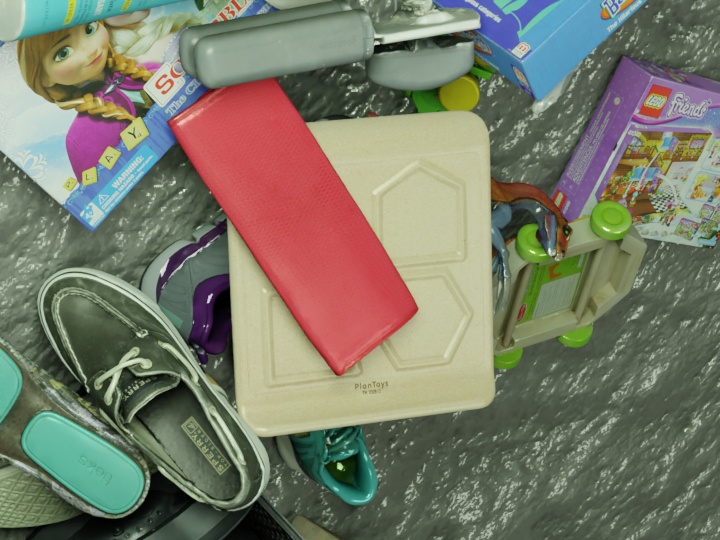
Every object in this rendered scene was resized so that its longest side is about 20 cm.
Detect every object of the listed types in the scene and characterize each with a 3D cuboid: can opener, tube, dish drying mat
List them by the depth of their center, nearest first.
[{"bbox_3d":[-0.127,-0.178,1.089,0.199,0.050,0.078,-24,140,-39],"label":"tube"},{"bbox_3d":[-0.014,-0.132,1.189,0.198,0.053,0.068,-14,114,-23],"label":"can opener"},{"bbox_3d":[-0.041,-0.034,1.221,0.077,0.018,0.201,-36,106,-12],"label":"dish drying mat"}]

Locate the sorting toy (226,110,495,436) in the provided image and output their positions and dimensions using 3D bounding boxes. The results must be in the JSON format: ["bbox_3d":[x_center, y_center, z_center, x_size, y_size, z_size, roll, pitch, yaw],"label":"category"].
[{"bbox_3d":[0.000,0.000,1.267,0.183,0.036,0.202,-6,99,-18],"label":"sorting toy"}]

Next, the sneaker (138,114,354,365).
[{"bbox_3d":[-0.055,-0.018,1.309,0.200,0.087,0.075,-44,140,-7],"label":"sneaker"}]

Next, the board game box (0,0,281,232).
[{"bbox_3d":[-0.157,-0.151,1.144,0.200,0.041,0.200,-48,140,-3],"label":"board game box"}]

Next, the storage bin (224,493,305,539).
[{"bbox_3d":[-0.103,0.242,1.380,0.135,0.200,0.094,-33,137,-19],"label":"storage bin"}]

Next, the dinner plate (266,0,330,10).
[{"bbox_3d":[-0.007,-0.253,1.173,0.200,0.024,0.202,-41,145,-38],"label":"dinner plate"}]

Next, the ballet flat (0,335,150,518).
[{"bbox_3d":[-0.224,0.090,1.235,0.200,0.072,0.072,39,92,-14],"label":"ballet flat"}]

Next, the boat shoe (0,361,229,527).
[{"bbox_3d":[-0.188,0.118,1.316,0.198,0.062,0.075,-25,139,-5],"label":"boat shoe"}]

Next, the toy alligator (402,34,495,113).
[{"bbox_3d":[0.057,-0.137,1.352,0.054,0.059,0.201,29,118,-12],"label":"toy alligator"}]

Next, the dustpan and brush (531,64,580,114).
[{"bbox_3d":[0.154,-0.177,1.328,0.200,0.057,0.140,-46,161,-36],"label":"dustpan and brush"}]

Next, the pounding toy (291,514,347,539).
[{"bbox_3d":[-0.050,0.316,1.563,0.201,0.142,0.184,-59,141,-5],"label":"pounding toy"}]

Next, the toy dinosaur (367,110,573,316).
[{"bbox_3d":[0.086,-0.041,1.369,0.181,0.105,0.201,-28,144,-33],"label":"toy dinosaur"}]

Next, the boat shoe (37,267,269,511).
[{"bbox_3d":[-0.136,0.073,1.222,0.071,0.200,0.064,-47,172,4],"label":"boat shoe"}]

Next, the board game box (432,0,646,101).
[{"bbox_3d":[0.137,-0.225,1.275,0.200,0.152,0.045,-43,140,-9],"label":"board game box"}]

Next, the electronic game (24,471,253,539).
[{"bbox_3d":[-0.158,0.181,1.303,0.199,0.200,0.042,-31,105,-21],"label":"electronic game"}]

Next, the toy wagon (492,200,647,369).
[{"bbox_3d":[0.135,0.017,1.525,0.198,0.040,0.156,-16,146,-20],"label":"toy wagon"}]

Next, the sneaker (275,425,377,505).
[{"bbox_3d":[-0.030,0.105,1.435,0.077,0.080,0.201,-39,139,-12],"label":"sneaker"}]

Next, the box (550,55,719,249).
[{"bbox_3d":[0.257,-0.094,1.577,0.199,0.039,0.138,7,116,-45],"label":"box"}]
